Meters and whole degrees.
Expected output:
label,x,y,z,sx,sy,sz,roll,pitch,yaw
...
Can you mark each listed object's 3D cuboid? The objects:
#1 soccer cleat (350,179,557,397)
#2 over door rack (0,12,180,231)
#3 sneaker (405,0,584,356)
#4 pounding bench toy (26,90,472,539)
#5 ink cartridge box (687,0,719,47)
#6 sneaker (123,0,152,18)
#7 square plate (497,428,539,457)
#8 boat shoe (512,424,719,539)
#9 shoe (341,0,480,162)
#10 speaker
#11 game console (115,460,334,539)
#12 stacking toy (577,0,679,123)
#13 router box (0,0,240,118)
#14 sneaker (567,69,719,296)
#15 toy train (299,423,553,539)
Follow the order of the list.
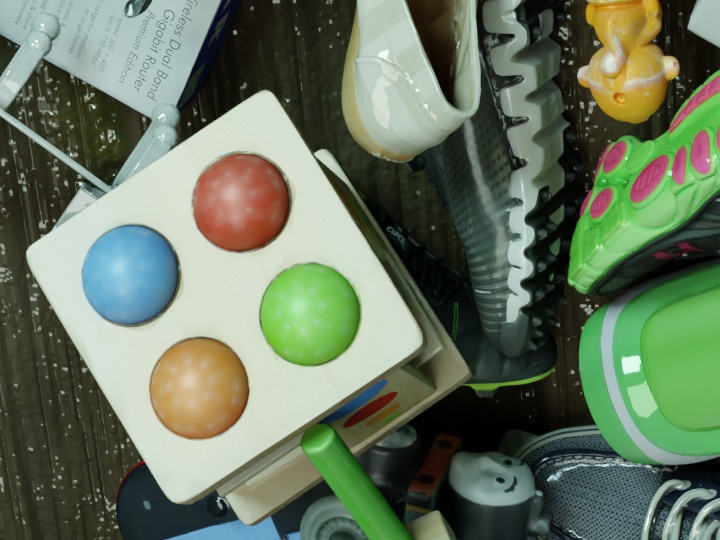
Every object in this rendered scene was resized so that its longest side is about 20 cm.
label,x,y,z,sx,sy,sz,roll,pitch,yaw
soccer cleat,0.000,0.000,1.158,0.199,0.068,0.082,18,115,12
over door rack,-0.162,-0.084,1.121,0.147,0.200,0.067,36,76,-10
sneaker,0.049,-0.062,1.109,0.090,0.066,0.202,3,107,25
pounding bench toy,-0.026,0.050,1.044,0.124,0.156,0.201,-33,78,4
ink cartridge box,0.253,-0.120,0.999,0.199,0.084,0.147,29,121,3
sneaker,-0.116,-0.175,1.047,0.199,0.078,0.141,1,115,19
square plate,0.135,0.197,1.228,0.197,0.028,0.201,21,119,8
boat shoe,0.159,0.117,1.131,0.199,0.093,0.075,12,88,9
shoe,0.026,-0.147,1.030,0.053,0.069,0.202,-21,68,59
speaker,0.197,0.026,1.079,0.199,0.088,0.089,-19,108,34
game console,-0.021,0.170,1.250,0.176,0.031,0.201,-17,103,32
stacking toy,0.099,-0.157,1.016,0.115,0.110,0.201,-5,110,24
router box,-0.121,-0.195,1.113,0.179,0.049,0.201,28,121,4
sneaker,0.148,-0.024,1.048,0.083,0.077,0.200,26,160,-12
toy train,0.029,0.165,1.170,0.113,0.085,0.201,11,115,12
